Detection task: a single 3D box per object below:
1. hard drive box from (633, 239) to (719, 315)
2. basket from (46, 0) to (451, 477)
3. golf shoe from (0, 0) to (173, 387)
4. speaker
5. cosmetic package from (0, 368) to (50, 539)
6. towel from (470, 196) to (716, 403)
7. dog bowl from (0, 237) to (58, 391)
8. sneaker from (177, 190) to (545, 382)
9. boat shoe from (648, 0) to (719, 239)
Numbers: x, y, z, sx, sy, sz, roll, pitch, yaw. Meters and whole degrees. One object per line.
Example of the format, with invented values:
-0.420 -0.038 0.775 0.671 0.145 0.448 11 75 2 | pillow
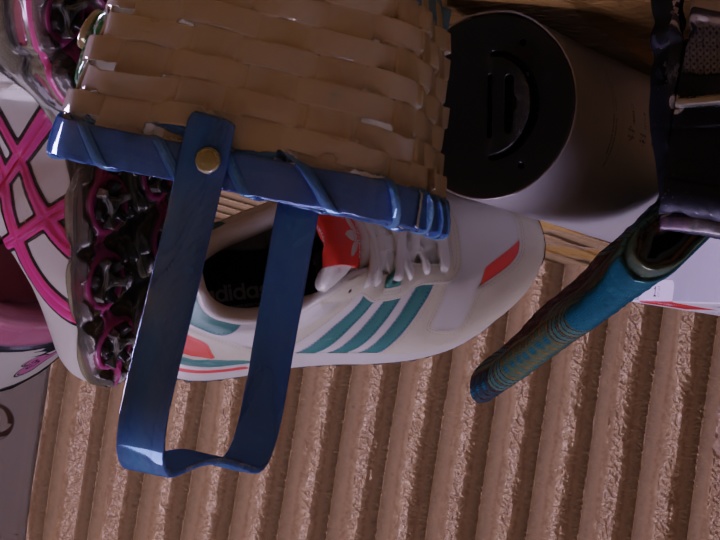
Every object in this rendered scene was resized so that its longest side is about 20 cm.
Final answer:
0.321 0.001 1.908 0.199 0.077 0.156 10 177 -18 | hard drive box
-0.038 -0.026 0.930 0.138 0.202 0.176 8 177 9 | basket
-0.127 -0.049 1.055 0.092 0.201 0.073 6 -154 31 | golf shoe
0.095 -0.059 1.161 0.081 0.082 0.200 7 178 26 | speaker
-0.254 0.064 1.437 0.164 0.166 0.200 9 180 -7 | cosmetic package
0.121 -0.018 1.055 0.022 0.147 0.200 48 157 1 | towel
-0.166 -0.050 1.118 0.199 0.202 0.074 10 161 -41 | dog bowl
-0.001 0.000 1.142 0.198 0.071 0.093 -10 167 -19 | sneaker
0.196 -0.044 0.925 0.198 0.093 0.075 8 170 11 | boat shoe
